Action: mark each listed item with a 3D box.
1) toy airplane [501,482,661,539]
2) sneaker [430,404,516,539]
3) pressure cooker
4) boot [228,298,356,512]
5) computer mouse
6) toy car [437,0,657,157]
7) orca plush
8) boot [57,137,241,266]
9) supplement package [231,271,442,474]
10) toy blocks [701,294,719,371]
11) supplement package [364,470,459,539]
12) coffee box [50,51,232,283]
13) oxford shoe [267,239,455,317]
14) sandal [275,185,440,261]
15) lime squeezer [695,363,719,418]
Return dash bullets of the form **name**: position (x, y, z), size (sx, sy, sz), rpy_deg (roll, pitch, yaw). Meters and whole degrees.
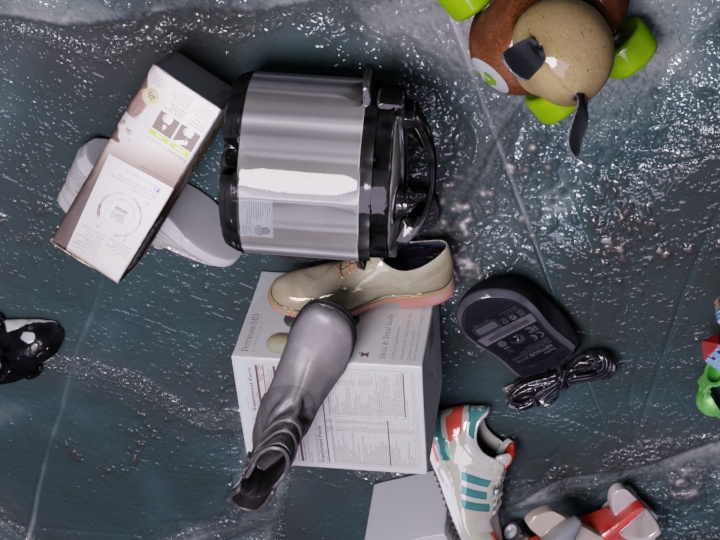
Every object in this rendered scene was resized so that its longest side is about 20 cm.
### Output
- **toy airplane**: position (0.268, 0.341, 1.574), size (0.197, 0.142, 0.200), rpy_deg (3, 138, -9)
- **sneaker**: position (0.144, 0.244, 1.554), size (0.092, 0.070, 0.202), rpy_deg (-17, 107, 19)
- **pressure cooker**: position (-0.027, -0.094, 1.264), size (0.197, 0.181, 0.176), rpy_deg (4, 170, 4)
- **boot**: position (-0.064, 0.136, 1.293), size (0.069, 0.132, 0.201), rpy_deg (21, 124, -2)
- **computer mouse**: position (0.174, 0.067, 1.442), size (0.138, 0.053, 0.200), rpy_deg (-24, 130, 28)
- **toy car**: position (0.158, -0.182, 1.149), size (0.157, 0.201, 0.164), rpy_deg (-31, 116, 30)
- **orca plush**: position (-0.446, 0.108, 1.576), size (0.197, 0.071, 0.106), rpy_deg (-1, 127, 12)
- **boot**: position (-0.225, -0.052, 1.418), size (0.199, 0.074, 0.096), rpy_deg (36, 132, -6)
- **supplement package**: position (-0.019, 0.107, 1.440), size (0.197, 0.152, 0.152), rpy_deg (2, 127, 10)
- **toy blocks**: position (0.420, 0.055, 1.351), size (0.136, 0.100, 0.201), rpy_deg (33, 115, -4)
- **supplement package**: position (0.096, 0.357, 1.639), size (0.108, 0.114, 0.201), rpy_deg (-16, 122, 21)
- **coffee box**: position (-0.206, -0.101, 1.294), size (0.079, 0.113, 0.201), rpy_deg (32, 104, -5)
- **oxford shoe**: position (0.000, 0.000, 1.385), size (0.197, 0.071, 0.074), rpy_deg (-10, 138, -5)
- **sandal**: position (-0.016, -0.057, 1.390), size (0.197, 0.045, 0.076), rpy_deg (-9, 133, -1)
- **lime squeezer**: position (0.400, 0.122, 1.446), size (0.070, 0.038, 0.202), rpy_deg (2, 127, 9)
